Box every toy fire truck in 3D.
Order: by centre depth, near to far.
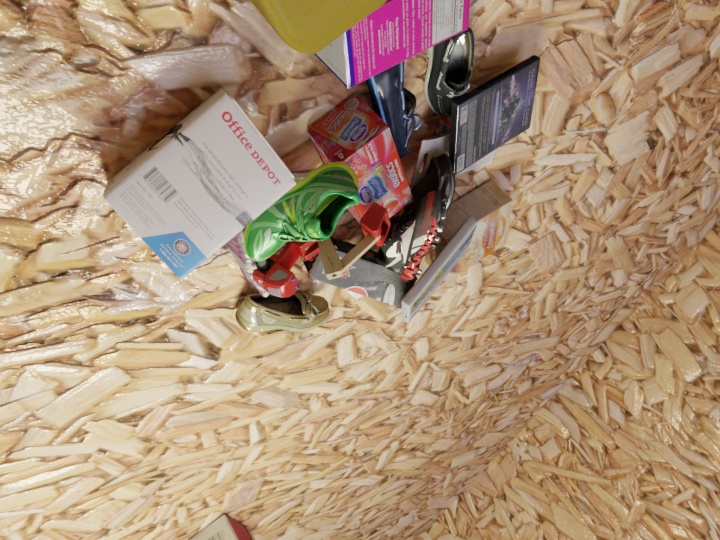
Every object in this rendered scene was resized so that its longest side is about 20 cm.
[{"bbox_3d":[-0.058,-0.032,1.078,0.201,0.140,0.049,-56,157,-16],"label":"toy fire truck"}]

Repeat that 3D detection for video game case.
[{"bbox_3d":[0.227,-0.264,1.195,0.199,0.019,0.144,-34,143,-25],"label":"video game case"},{"bbox_3d":[0.144,0.002,1.310,0.201,0.022,0.182,-50,169,-8],"label":"video game case"}]

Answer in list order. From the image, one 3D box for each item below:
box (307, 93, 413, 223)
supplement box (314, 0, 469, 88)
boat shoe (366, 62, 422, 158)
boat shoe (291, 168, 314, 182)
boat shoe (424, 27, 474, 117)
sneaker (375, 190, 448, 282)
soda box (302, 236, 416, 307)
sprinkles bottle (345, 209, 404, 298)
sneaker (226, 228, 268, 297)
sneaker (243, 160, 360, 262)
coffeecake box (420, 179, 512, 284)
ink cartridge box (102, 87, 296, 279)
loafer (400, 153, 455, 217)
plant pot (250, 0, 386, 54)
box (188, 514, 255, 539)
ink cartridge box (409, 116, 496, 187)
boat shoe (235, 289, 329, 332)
[{"bbox_3d":[0.004,-0.164,1.111,0.099,0.096,0.201,-35,149,-5],"label":"box"},{"bbox_3d":[0.038,-0.341,0.913,0.198,0.101,0.104,-30,147,-17],"label":"supplement box"},{"bbox_3d":[0.059,-0.247,1.072,0.068,0.085,0.201,-24,150,-2],"label":"boat shoe"},{"bbox_3d":[-0.148,-0.137,1.022,0.198,0.071,0.070,2,105,-38],"label":"boat shoe"},{"bbox_3d":[0.144,-0.310,1.105,0.075,0.060,0.201,-34,149,-9],"label":"boat shoe"},{"bbox_3d":[0.081,-0.063,1.182,0.201,0.097,0.071,115,-6,-48],"label":"sneaker"},{"bbox_3d":[0.000,0.000,1.268,0.198,0.063,0.071,19,110,-26],"label":"soda box"},{"bbox_3d":[0.043,-0.037,1.341,0.200,0.068,0.068,-44,149,7],"label":"sprinkles bottle"},{"bbox_3d":[-0.161,-0.041,1.120,0.088,0.080,0.201,-39,155,-12],"label":"sneaker"},{"bbox_3d":[-0.086,-0.074,0.992,0.199,0.084,0.074,-37,146,13],"label":"sneaker"},{"bbox_3d":[0.215,-0.075,1.473,0.198,0.073,0.154,-31,149,-14],"label":"coffeecake box"},{"bbox_3d":[-0.205,-0.114,0.906,0.199,0.084,0.146,-39,115,0],"label":"ink cartridge box"},{"bbox_3d":[0.106,-0.113,1.218,0.070,0.074,0.202,4,131,-19],"label":"loafer"},{"bbox_3d":[-0.058,-0.350,0.727,0.195,0.195,0.200,-37,158,-3],"label":"plant pot"},{"bbox_3d":[-0.361,0.759,1.893,0.127,0.109,0.201,-34,149,-9],"label":"box"},{"bbox_3d":[0.165,-0.224,1.251,0.198,0.051,0.110,-20,144,-28],"label":"ink cartridge box"},{"bbox_3d":[-0.132,0.067,1.289,0.199,0.074,0.063,1,136,-38],"label":"boat shoe"}]
